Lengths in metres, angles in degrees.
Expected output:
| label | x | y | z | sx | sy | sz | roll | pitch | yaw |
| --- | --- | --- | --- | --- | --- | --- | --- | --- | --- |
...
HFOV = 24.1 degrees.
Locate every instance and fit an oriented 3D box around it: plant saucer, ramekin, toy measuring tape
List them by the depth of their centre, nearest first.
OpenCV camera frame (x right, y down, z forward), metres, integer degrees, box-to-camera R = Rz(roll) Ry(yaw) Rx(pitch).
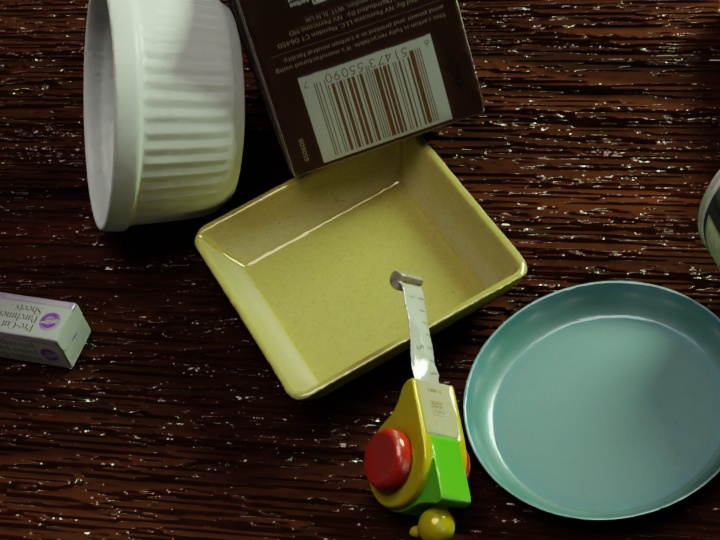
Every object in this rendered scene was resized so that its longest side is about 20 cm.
| label | x | y | z | sx | sy | sz | roll | pitch | yaw |
| --- | --- | --- | --- | --- | --- | --- | --- | --- | --- |
| toy measuring tape | 0.032 | 0.100 | 1.166 | 0.073 | 0.074 | 0.201 | -13 | 59 | 5 |
| plant saucer | 0.171 | 0.093 | 1.170 | 0.199 | 0.027 | 0.201 | -8 | 50 | 9 |
| plant saucer | 0.000 | 0.000 | 1.284 | 0.199 | 0.049 | 0.200 | -28 | 48 | -9 |
| ramekin | -0.159 | -0.132 | 1.346 | 0.104 | 0.201 | 0.201 | -1 | 46 | -16 |

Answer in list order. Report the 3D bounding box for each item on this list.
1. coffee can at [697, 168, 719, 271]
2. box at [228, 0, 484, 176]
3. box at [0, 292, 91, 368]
| label | x | y | z | sx | sy | sz | roll | pitch | yaw |
| --- | --- | --- | --- | --- | --- | --- | --- | --- | --- |
| coffee can | 0.325 | 0.016 | 1.111 | 0.145 | 0.147 | 0.201 | -19 | 48 | 0 |
| box | -0.016 | -0.207 | 1.350 | 0.165 | 0.165 | 0.200 | -20 | 30 | -2 |
| box | -0.313 | 0.039 | 1.346 | 0.199 | 0.039 | 0.042 | 8 | 54 | 22 |
